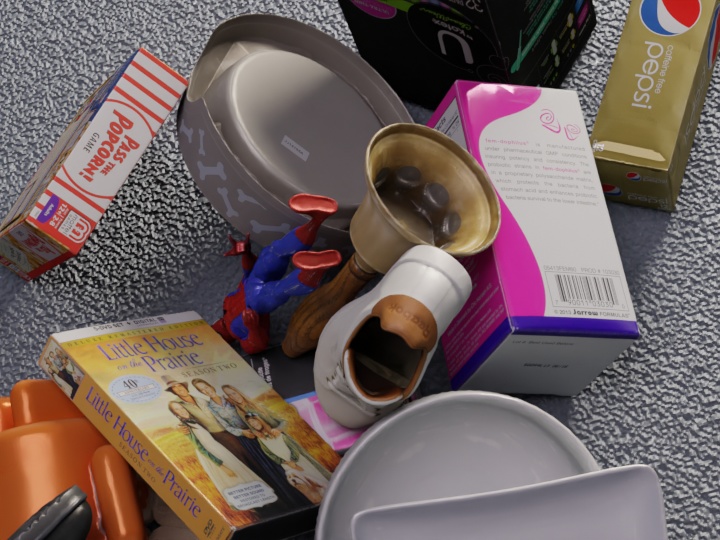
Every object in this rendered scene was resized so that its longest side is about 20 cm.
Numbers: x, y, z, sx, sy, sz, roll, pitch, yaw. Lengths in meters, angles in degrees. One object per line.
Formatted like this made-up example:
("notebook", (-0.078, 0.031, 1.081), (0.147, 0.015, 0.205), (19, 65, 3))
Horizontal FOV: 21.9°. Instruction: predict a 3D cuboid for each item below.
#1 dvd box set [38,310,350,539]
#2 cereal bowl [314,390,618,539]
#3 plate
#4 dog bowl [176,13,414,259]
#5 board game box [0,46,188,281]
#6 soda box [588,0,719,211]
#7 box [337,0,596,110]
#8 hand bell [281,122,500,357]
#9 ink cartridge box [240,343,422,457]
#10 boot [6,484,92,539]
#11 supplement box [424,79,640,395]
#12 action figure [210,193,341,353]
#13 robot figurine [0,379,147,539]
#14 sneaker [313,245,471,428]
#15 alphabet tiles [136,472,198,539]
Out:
("dvd box set", (-0.105, 0.106, 1.265), (0.200, 0.146, 0.029), (43, 119, 27))
("cereal bowl", (0.067, 0.177, 1.230), (0.199, 0.083, 0.201), (0, 90, -3))
("plate", (0.103, 0.233, 1.176), (0.199, 0.032, 0.201), (-9, 91, -4))
("dog bowl", (-0.046, -0.093, 1.362), (0.059, 0.199, 0.201), (-46, 52, 39))
("board game box", (-0.208, -0.075, 1.386), (0.046, 0.200, 0.152), (35, 75, -13))
("soda box", (0.223, -0.149, 1.376), (0.064, 0.068, 0.201), (11, 68, 18))
("box", (0.075, -0.212, 1.369), (0.148, 0.200, 0.125), (24, 72, 23))
("hand bell", (0.000, 0.000, 1.276), (0.104, 0.200, 0.105), (19, 48, -23))
("ink cartridge box", (-0.054, 0.103, 1.346), (0.199, 0.037, 0.095), (-18, 62, 8))
("boot", (-0.169, 0.259, 1.163), (0.200, 0.066, 0.165), (45, 74, -5))
("supplement box", (0.109, -0.023, 1.305), (0.101, 0.103, 0.201), (3, 60, -23))
("action figure", (-0.068, 0.011, 1.301), (0.051, 0.200, 0.066), (-1, 68, -21))
("robot figurine", (-0.204, 0.177, 1.268), (0.143, 0.117, 0.201), (-15, 72, 8))
("sneaker", (0.002, 0.062, 1.219), (0.073, 0.200, 0.085), (33, 54, 2))
("alphabet tiles", (-0.149, 0.200, 1.312), (0.195, 0.015, 0.201), (3, 76, 20))
